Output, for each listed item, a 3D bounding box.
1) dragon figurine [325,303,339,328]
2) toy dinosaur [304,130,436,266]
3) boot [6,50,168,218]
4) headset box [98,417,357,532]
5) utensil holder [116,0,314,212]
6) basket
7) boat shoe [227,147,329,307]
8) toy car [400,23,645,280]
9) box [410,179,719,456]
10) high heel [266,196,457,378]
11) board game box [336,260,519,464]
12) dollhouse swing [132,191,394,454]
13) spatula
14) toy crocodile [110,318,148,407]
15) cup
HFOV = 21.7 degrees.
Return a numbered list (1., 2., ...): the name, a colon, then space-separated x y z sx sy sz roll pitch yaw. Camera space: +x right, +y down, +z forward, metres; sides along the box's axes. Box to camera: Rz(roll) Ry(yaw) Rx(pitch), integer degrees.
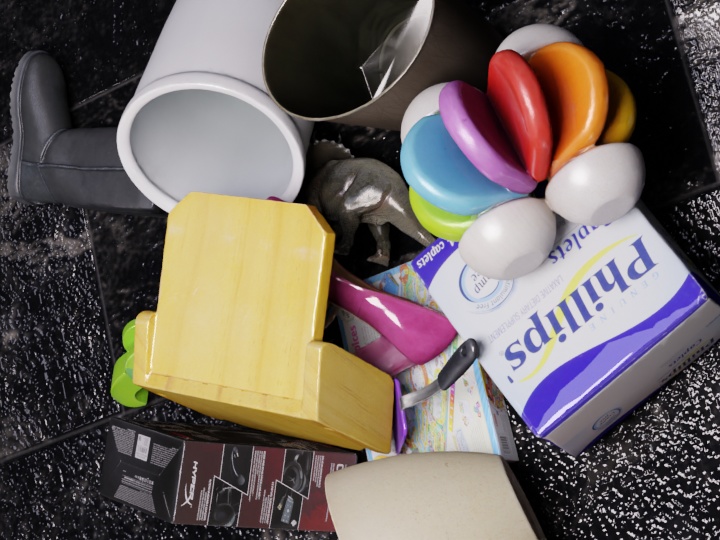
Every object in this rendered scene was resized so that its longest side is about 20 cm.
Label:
1. dragon figurine: -0.086 0.074 1.749 0.099 0.059 0.200 37 129 14
2. toy dinosaur: -0.004 -0.065 1.713 0.200 0.077 0.103 20 98 46
3. boot: -0.268 -0.141 1.918 0.200 0.066 0.165 5 95 36
4. headset box: -0.111 0.184 1.689 0.149 0.200 0.078 8 89 56
5. utensil holder: -0.117 -0.166 1.721 0.170 0.170 0.200 -21 35 29
6. basket: 0.041 -0.189 1.646 0.180 0.200 0.136 -34 67 25
7. boat shoe: -0.090 -0.027 1.783 0.071 0.070 0.201 -24 74 29
8. toy car: 0.117 -0.105 1.486 0.200 0.150 0.175 -32 63 13
9. box: 0.178 0.018 1.567 0.184 0.105 0.200 -41 64 9
10. high heel: 0.000 0.000 1.658 0.096 0.067 0.200 -35 96 13
11. board game box: 0.056 0.094 1.695 0.134 0.034 0.201 -21 72 28
12. dollhouse swing: -0.073 0.045 1.651 0.199 0.182 0.176 7 76 33
13. spatula: 0.058 0.100 1.596 0.200 0.020 0.057 133 133 -56
14. toy crocodile: -0.178 0.056 1.838 0.200 0.062 0.068 -46 26 13
15. cup: 0.077 0.231 1.586 0.143 0.200 0.201 -28 68 5
